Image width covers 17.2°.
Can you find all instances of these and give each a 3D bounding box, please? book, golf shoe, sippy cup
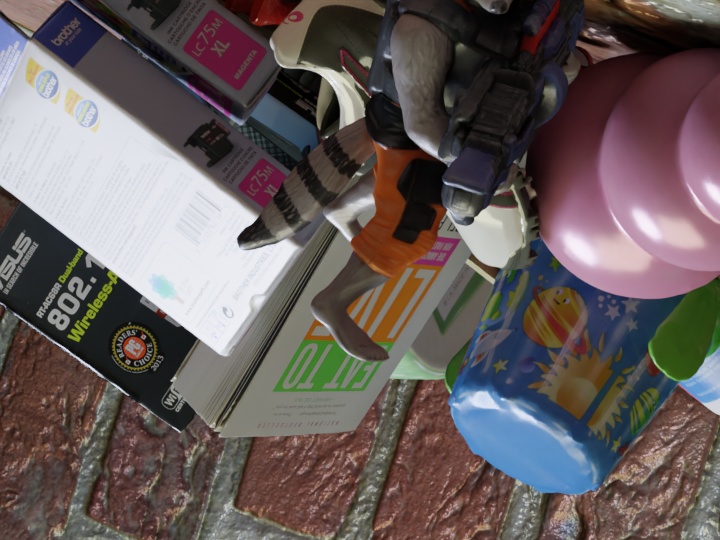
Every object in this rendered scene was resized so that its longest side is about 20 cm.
[{"bbox_3d":[0.000,0.000,1.304,0.133,0.201,0.048,6,-148,-51],"label":"book"},{"bbox_3d":[0.025,-0.070,1.151,0.201,0.088,0.077,62,179,-38],"label":"golf shoe"},{"bbox_3d":[0.118,0.049,1.328,0.139,0.131,0.178,27,153,11],"label":"sippy cup"}]

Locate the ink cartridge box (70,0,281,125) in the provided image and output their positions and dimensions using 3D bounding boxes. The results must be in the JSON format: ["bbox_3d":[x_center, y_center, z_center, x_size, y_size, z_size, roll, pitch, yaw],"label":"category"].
[{"bbox_3d":[-0.129,-0.149,1.207,0.200,0.042,0.119,39,177,-3],"label":"ink cartridge box"}]

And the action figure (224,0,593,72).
[{"bbox_3d":[0.034,-0.123,1.205,0.199,0.052,0.065,15,-177,-27],"label":"action figure"}]

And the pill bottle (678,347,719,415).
[{"bbox_3d":[0.225,0.021,1.494,0.200,0.112,0.112,39,173,-6],"label":"pill bottle"}]

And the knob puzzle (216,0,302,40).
[{"bbox_3d":[-0.008,-0.131,1.308,0.218,0.031,0.220,21,-168,-5],"label":"knob puzzle"}]

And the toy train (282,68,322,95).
[{"bbox_3d":[0.001,-0.093,1.438,0.114,0.085,0.200,34,-177,-30],"label":"toy train"}]

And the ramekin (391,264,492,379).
[{"bbox_3d":[0.029,-0.016,1.702,0.097,0.201,0.200,5,170,35],"label":"ramekin"}]

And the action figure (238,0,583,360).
[{"bbox_3d":[0.022,-0.062,1.009,0.104,0.194,0.200,26,-156,4],"label":"action figure"}]

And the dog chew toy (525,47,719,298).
[{"bbox_3d":[0.162,-0.053,1.154,0.124,0.125,0.200,19,168,-19],"label":"dog chew toy"}]

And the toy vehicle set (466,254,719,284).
[{"bbox_3d":[0.135,-0.020,1.370,0.124,0.027,0.200,37,154,-7],"label":"toy vehicle set"}]

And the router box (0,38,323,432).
[{"bbox_3d":[-0.104,-0.033,1.335,0.149,0.201,0.062,35,-163,1],"label":"router box"}]

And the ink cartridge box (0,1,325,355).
[{"bbox_3d":[-0.120,-0.054,1.199,0.199,0.042,0.119,36,143,-2],"label":"ink cartridge box"}]
